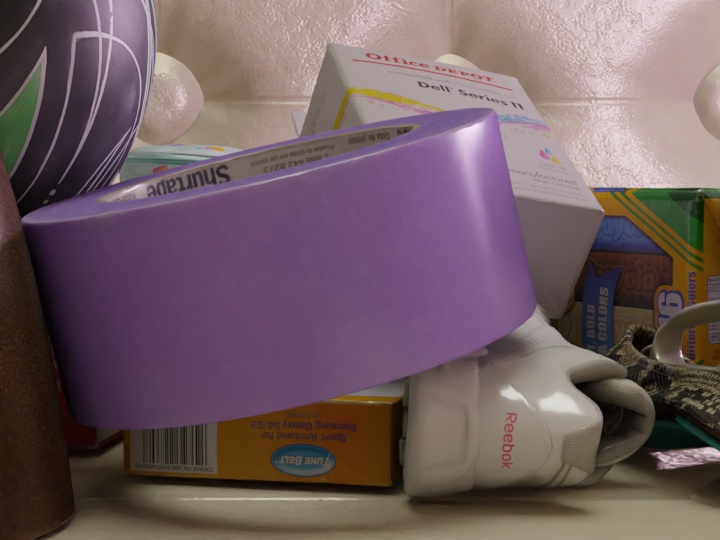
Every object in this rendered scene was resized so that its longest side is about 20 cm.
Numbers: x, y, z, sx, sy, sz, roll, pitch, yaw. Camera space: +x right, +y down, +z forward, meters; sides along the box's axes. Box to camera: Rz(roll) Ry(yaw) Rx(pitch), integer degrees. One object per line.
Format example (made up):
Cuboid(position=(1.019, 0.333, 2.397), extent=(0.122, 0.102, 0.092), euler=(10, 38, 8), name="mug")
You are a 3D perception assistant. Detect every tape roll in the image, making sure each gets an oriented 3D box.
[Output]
Cuboid(position=(-0.032, -0.005, 0.705), extent=(0.200, 0.085, 0.200), euler=(-13, 9, 2), name="tape roll")

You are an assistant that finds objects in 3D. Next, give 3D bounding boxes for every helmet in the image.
Cuboid(position=(-0.188, -0.097, 0.780), extent=(0.190, 0.201, 0.200), euler=(-1, 3, -3), name="helmet")

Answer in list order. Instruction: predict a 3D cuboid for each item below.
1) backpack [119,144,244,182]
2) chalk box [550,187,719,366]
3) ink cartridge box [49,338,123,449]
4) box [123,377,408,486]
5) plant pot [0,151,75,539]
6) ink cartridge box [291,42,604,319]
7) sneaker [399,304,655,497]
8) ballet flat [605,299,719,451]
Cuboid(position=(-0.110, -0.013, 1.222), extent=(0.175, 0.154, 0.200), euler=(5, 10, -3), name="backpack")
Cuboid(position=(0.166, 0.015, 0.929), extent=(0.124, 0.124, 0.200), euler=(-2, 5, -29), name="chalk box")
Cuboid(position=(-0.208, 0.038, 0.865), extent=(0.199, 0.084, 0.145), euler=(1, 5, 7), name="ink cartridge box")
Cuboid(position=(-0.022, 0.066, 0.806), extent=(0.119, 0.042, 0.200), euler=(1, 1, 13), name="box")
Cuboid(position=(-0.201, -0.006, 0.636), extent=(0.186, 0.201, 0.187), euler=(0, 3, 0), name="plant pot")
Cuboid(position=(0.037, -0.060, 0.900), extent=(0.117, 0.067, 0.200), euler=(8, 28, -18), name="ink cartridge box")
Cuboid(position=(0.078, 0.059, 0.745), extent=(0.099, 0.078, 0.200), euler=(8, 14, 10), name="sneaker")
Cuboid(position=(0.157, 0.049, 0.733), extent=(0.068, 0.075, 0.200), euler=(18, -3, -19), name="ballet flat")
